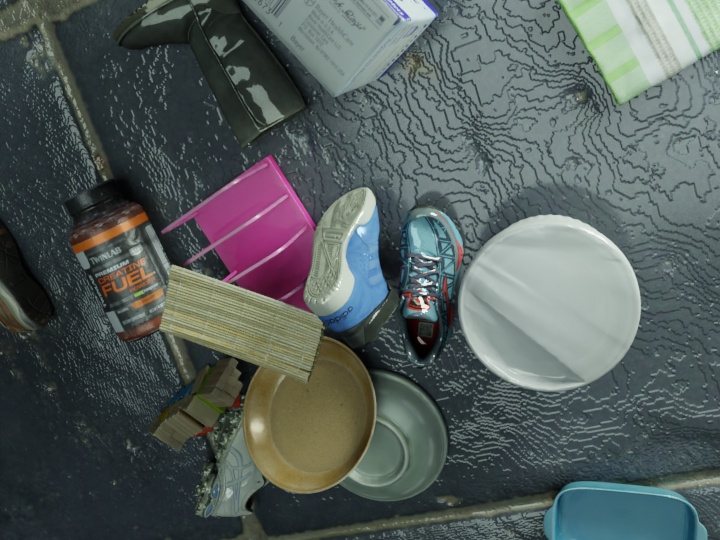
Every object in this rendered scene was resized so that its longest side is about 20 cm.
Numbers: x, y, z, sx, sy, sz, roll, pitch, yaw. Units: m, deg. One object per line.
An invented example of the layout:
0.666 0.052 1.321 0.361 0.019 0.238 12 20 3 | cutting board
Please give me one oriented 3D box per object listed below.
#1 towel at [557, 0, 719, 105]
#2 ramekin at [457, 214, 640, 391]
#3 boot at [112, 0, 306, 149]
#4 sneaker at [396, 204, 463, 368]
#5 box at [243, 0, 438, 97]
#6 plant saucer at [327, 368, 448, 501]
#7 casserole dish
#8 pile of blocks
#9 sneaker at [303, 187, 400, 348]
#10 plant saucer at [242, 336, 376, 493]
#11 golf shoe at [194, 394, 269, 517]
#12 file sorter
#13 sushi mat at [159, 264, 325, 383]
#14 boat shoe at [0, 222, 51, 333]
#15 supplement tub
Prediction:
0.319 -0.283 0.812 0.199 0.031 0.150 -31 97 23 | towel
0.216 0.029 0.916 0.199 0.094 0.206 5 110 14 | ramekin
-0.183 -0.242 0.959 0.180 0.073 0.202 -22 108 24 | boot
0.082 0.024 0.952 0.078 0.096 0.203 0 109 12 | sneaker
-0.030 -0.290 0.817 0.184 0.200 0.105 46 113 -3 | box
0.018 0.233 1.070 0.197 0.050 0.203 5 111 15 | plant saucer
0.336 0.326 1.016 0.197 0.039 0.123 2 109 16 | casserole dish
-0.220 0.192 1.119 0.062 0.083 0.199 40 125 -21 | pile of blocks
-0.001 0.000 0.935 0.076 0.202 0.112 -20 127 27 | sneaker
-0.063 0.189 1.044 0.197 0.035 0.203 -7 73 24 | plant saucer
-0.169 0.268 1.137 0.096 0.079 0.202 15 114 -17 | golf shoe
-0.130 -0.011 0.985 0.138 0.126 0.201 -29 99 23 | file sorter
-0.141 0.064 0.939 0.197 0.012 0.097 18 115 6 | sushi mat
-0.526 0.005 1.135 0.071 0.076 0.202 -23 100 24 | boat shoe
-0.313 -0.015 1.047 0.106 0.107 0.202 -20 102 21 | supplement tub
